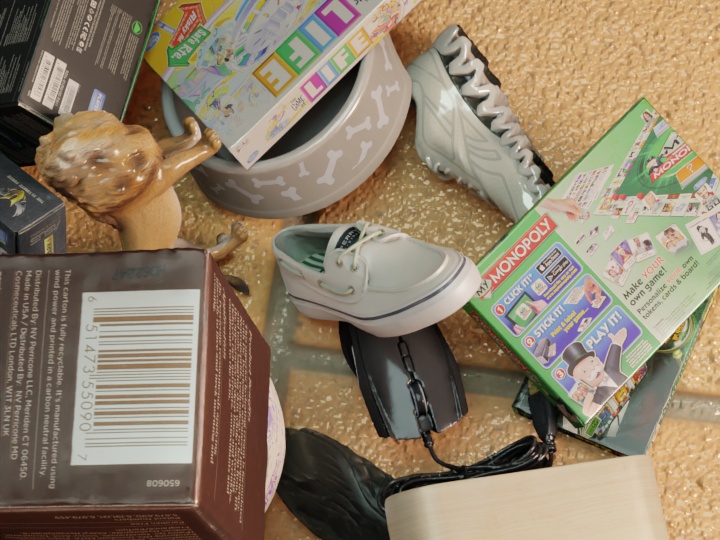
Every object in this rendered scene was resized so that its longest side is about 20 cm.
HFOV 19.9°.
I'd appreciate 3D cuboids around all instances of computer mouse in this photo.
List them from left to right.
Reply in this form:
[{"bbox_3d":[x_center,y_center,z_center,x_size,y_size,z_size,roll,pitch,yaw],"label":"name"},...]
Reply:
[{"bbox_3d":[0.063,0.074,1.460,0.139,0.046,0.201,-11,52,-4],"label":"computer mouse"}]

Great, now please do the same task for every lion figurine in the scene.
[{"bbox_3d":[-0.153,-0.037,1.477,0.122,0.201,0.072,-30,34,-18],"label":"lion figurine"}]

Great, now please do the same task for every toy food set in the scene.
[{"bbox_3d":[0.124,0.211,1.391,0.198,0.060,0.145,-7,76,-15],"label":"toy food set"}]

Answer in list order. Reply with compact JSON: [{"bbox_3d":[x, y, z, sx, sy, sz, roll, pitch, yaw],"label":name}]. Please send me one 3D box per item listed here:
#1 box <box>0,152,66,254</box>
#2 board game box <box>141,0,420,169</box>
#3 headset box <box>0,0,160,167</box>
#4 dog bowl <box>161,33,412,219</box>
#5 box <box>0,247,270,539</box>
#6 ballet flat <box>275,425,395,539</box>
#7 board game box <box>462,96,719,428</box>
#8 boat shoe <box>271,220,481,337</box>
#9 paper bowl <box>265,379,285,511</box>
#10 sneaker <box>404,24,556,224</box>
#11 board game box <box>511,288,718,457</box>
[{"bbox_3d":[-0.297,-0.033,1.504,0.199,0.159,0.051,37,53,25],"label":"box"},{"bbox_3d":[-0.056,-0.189,1.516,0.200,0.034,0.134,-44,59,-1],"label":"board game box"},{"bbox_3d":[-0.258,-0.174,1.555,0.199,0.092,0.176,-4,64,45],"label":"headset box"},{"bbox_3d":[-0.062,-0.142,1.552,0.198,0.059,0.202,-9,64,18],"label":"dog bowl"},{"bbox_3d":[-0.156,0.098,1.312,0.162,0.200,0.168,-2,69,8],"label":"box"},{"bbox_3d":[0.012,0.173,1.461,0.199,0.057,0.067,31,105,22],"label":"ballet flat"},{"bbox_3d":[0.177,-0.006,1.455,0.200,0.029,0.135,-44,90,-13],"label":"board game box"},{"bbox_3d":[0.000,0.000,1.448,0.199,0.067,0.074,-4,39,51],"label":"boat shoe"},{"bbox_3d":[-0.152,0.124,1.464,0.198,0.104,0.203,-2,70,7],"label":"paper bowl"},{"bbox_3d":[0.090,-0.086,1.532,0.081,0.075,0.201,-32,63,8],"label":"sneaker"},{"bbox_3d":[0.197,0.032,1.492,0.104,0.023,0.201,22,75,18],"label":"board game box"}]
